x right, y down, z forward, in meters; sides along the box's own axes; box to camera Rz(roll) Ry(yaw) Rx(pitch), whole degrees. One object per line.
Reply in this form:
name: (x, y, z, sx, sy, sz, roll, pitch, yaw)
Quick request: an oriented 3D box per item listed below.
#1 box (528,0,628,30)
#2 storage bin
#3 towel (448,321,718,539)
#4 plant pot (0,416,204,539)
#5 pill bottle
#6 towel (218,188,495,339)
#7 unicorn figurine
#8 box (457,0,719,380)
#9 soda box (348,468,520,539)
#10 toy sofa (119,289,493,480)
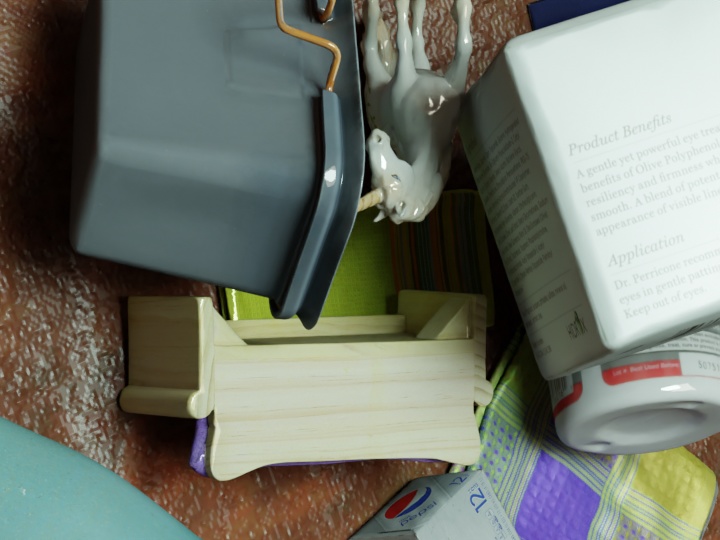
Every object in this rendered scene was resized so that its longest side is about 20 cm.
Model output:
box: (0.196, -0.176, 1.581, 0.199, 0.121, 0.033, -16, 93, -40)
storage bin: (-0.078, -0.086, 1.296, 0.134, 0.146, 0.201, 8, 46, -14)
towel: (0.144, 0.138, 1.550, 0.200, 0.023, 0.144, 41, 60, -27)
plant pot: (-0.182, 0.162, 1.187, 0.188, 0.200, 0.200, 43, 57, -7)
pill bottle: (0.162, 0.001, 1.513, 0.113, 0.114, 0.201, 10, 63, -37)
towel: (0.000, 0.000, 1.461, 0.199, 0.018, 0.087, -7, 86, -39)
unicorn figurine: (0.027, -0.098, 1.402, 0.073, 0.200, 0.138, 3, 95, 5)
box: (0.177, -0.055, 1.354, 0.198, 0.200, 0.172, -18, 86, -8)
soda box: (0.077, 0.219, 1.456, 0.068, 0.063, 0.201, -40, 108, -37)
toy sofa: (-0.028, 0.060, 1.374, 0.199, 0.083, 0.098, -1, 92, -34)
